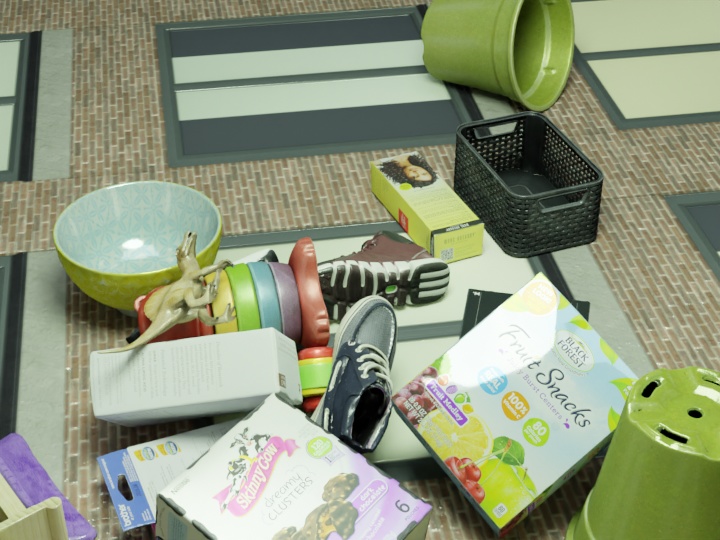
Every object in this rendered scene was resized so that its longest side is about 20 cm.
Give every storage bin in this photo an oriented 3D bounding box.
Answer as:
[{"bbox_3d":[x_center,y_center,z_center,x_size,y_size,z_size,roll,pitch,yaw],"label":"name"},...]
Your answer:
[{"bbox_3d":[0.217,-0.116,1.755,0.134,0.094,0.200,-12,36,-17],"label":"storage bin"}]

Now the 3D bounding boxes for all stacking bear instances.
[{"bbox_3d":[-0.146,0.046,1.462,0.198,0.114,0.122,-8,72,-13],"label":"stacking bear"}]

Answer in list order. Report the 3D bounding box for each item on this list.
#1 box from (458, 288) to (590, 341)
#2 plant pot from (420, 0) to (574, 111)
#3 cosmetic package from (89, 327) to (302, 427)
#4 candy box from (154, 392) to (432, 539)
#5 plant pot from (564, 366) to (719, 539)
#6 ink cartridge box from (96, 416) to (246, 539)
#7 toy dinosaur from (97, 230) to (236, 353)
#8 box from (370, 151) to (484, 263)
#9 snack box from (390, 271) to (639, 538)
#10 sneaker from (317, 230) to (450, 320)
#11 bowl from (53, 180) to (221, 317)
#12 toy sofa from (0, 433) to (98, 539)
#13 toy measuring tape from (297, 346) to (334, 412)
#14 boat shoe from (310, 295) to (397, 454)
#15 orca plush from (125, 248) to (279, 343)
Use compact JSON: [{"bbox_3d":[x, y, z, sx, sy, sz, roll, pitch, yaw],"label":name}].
[{"bbox_3d":[0.171,0.113,1.441,0.140,0.079,0.201,8,36,7],"label":"box"},{"bbox_3d":[0.199,-0.349,2.024,0.183,0.202,0.200,10,34,34],"label":"plant pot"},{"bbox_3d":[-0.168,0.111,1.375,0.198,0.102,0.075,-9,77,8],"label":"cosmetic package"},{"bbox_3d":[-0.063,0.233,1.235,0.199,0.072,0.168,33,50,21],"label":"candy box"},{"bbox_3d":[0.297,0.197,1.225,0.198,0.191,0.201,1,35,-1],"label":"plant pot"},{"bbox_3d":[-0.154,0.209,1.336,0.198,0.042,0.119,-11,36,-20],"label":"ink cartridge box"},{"bbox_3d":[-0.185,0.037,1.377,0.100,0.059,0.201,-5,36,25],"label":"toy dinosaur"},{"bbox_3d":[0.084,-0.085,1.746,0.075,0.050,0.200,-15,38,-20],"label":"box"},{"bbox_3d":[0.158,0.131,1.309,0.200,0.068,0.169,-39,71,-8],"label":"snack box"},{"bbox_3d":[0.000,0.000,1.618,0.198,0.076,0.116,-3,29,-22],"label":"sneaker"},{"bbox_3d":[-0.260,-0.010,1.588,0.198,0.108,0.201,0,35,0],"label":"bowl"},{"bbox_3d":[-0.343,0.205,1.304,0.097,0.083,0.200,-23,41,-28],"label":"toy sofa"},{"bbox_3d":[-0.081,0.119,1.429,0.198,0.074,0.074,-3,35,-13],"label":"toy measuring tape"},{"bbox_3d":[0.010,0.109,1.376,0.074,0.093,0.201,29,63,-22],"label":"boat shoe"},{"bbox_3d":[-0.167,0.051,1.530,0.199,0.106,0.071,-25,66,-30],"label":"orca plush"}]
